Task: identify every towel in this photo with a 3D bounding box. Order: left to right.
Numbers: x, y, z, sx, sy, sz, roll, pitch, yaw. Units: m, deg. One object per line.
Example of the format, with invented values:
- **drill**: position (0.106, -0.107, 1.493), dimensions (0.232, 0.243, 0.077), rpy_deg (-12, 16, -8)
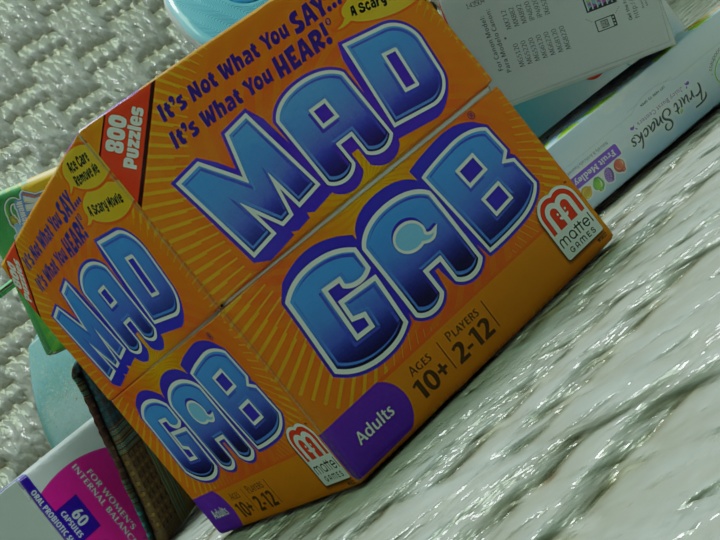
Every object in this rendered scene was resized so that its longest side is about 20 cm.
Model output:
- **towel**: position (-0.149, 0.105, 1.001), dimensions (0.022, 0.147, 0.200), rpy_deg (-22, 8, 14)

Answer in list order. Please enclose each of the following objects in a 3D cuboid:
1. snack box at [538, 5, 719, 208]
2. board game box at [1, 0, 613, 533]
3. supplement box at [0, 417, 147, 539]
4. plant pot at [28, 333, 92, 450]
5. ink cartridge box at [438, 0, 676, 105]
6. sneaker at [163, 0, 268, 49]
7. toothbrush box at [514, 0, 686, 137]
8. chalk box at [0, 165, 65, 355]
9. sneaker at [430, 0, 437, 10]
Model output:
- **snack box**: position (0.169, -0.093, 0.901), dimensions (0.200, 0.053, 0.142), rpy_deg (-39, 4, -16)
- **board game box**: position (-0.036, -0.010, 0.714), dimensions (0.200, 0.200, 0.200), rpy_deg (-41, 3, -30)
- **supplement box**: position (-0.205, 0.174, 1.071), dimensions (0.103, 0.101, 0.200), rpy_deg (-37, 3, 35)
- **plant pot**: position (-0.209, 0.102, 1.324), dimensions (0.196, 0.200, 0.196), rpy_deg (-38, 3, 28)
- **ink cartridge box**: position (0.108, -0.162, 0.920), dimensions (0.175, 0.084, 0.200), rpy_deg (-20, 7, 7)
- **sneaker**: position (-0.052, -0.114, 0.895), dimensions (0.080, 0.200, 0.131), rpy_deg (-42, -23, -26)
- **toothbrush box**: position (0.166, -0.159, 1.101), dimensions (0.200, 0.147, 0.085), rpy_deg (-38, 2, 9)
- **chalk box**: position (-0.198, -0.023, 1.000), dimensions (0.199, 0.124, 0.124), rpy_deg (-22, 8, 2)
- **sneaker**: position (-0.012, -0.136, 0.968), dimensions (0.077, 0.085, 0.200), rpy_deg (-54, -6, -48)
